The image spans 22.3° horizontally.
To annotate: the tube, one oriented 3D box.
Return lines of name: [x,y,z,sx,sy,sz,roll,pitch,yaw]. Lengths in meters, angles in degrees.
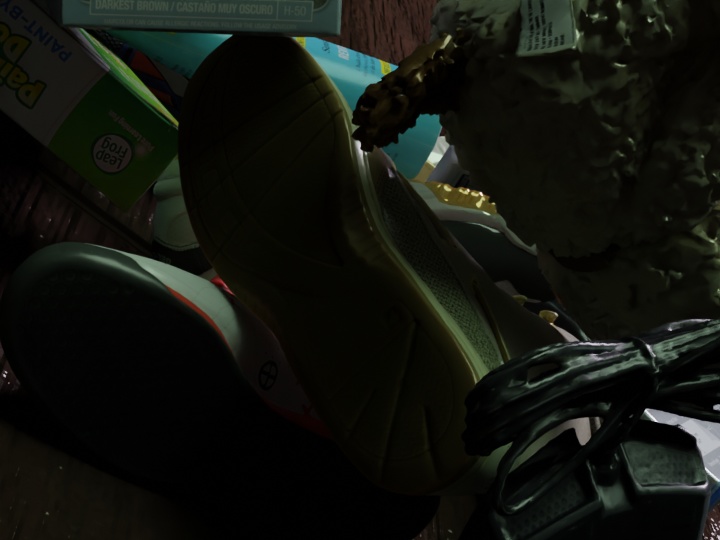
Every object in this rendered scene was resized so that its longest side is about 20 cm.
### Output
tube: [-0.058,-0.100,0.859,0.199,0.051,0.077,20,3,-14]

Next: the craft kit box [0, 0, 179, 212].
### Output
craft kit box: [-0.173,-0.124,0.743,0.197,0.049,0.200,38,3,-26]

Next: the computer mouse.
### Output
computer mouse: [0.074,0.096,0.615,0.138,0.201,0.053,-9,33,-27]

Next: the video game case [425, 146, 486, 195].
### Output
video game case: [0.123,-0.020,1.016,0.181,0.024,0.200,17,-11,-3]

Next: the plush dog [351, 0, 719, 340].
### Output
plush dog: [0.097,-0.034,0.645,0.172,0.160,0.200,58,-19,-22]

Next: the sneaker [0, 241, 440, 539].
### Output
sneaker: [-0.060,0.029,0.683,0.201,0.067,0.108,33,17,-36]

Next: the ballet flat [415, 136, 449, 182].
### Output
ballet flat: [0.069,-0.050,1.157,0.200,0.063,0.069,30,12,-33]

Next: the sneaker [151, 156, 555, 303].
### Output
sneaker: [0.000,0.000,0.800,0.199,0.088,0.076,12,-6,-21]

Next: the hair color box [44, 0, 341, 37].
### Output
hair color box: [-0.074,-0.132,0.707,0.099,0.061,0.200,0,13,-13]

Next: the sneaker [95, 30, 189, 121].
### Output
sneaker: [-0.098,-0.111,0.921,0.200,0.078,0.075,37,15,-12]

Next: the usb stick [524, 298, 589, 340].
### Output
usb stick: [0.137,0.033,0.944,0.055,0.033,0.200,41,18,25]

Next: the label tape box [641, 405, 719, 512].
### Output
label tape box: [0.122,0.057,1.008,0.200,0.066,0.143,47,18,14]

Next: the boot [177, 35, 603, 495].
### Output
boot: [0.019,0.008,0.689,0.155,0.072,0.200,25,29,-56]
